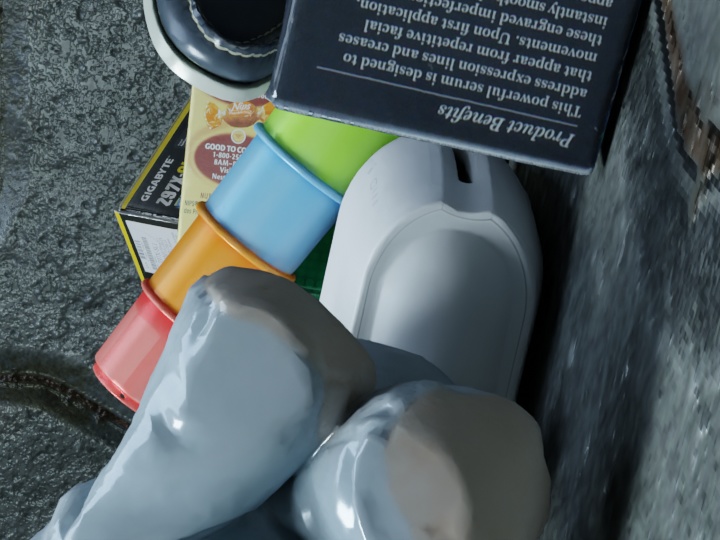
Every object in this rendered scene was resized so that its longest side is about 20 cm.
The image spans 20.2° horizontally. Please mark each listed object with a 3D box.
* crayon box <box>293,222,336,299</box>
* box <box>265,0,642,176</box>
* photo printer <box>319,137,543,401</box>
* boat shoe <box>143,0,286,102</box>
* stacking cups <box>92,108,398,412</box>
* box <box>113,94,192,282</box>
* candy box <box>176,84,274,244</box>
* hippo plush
[{"bbox_3d":[0.000,0.000,0.939,0.200,0.058,0.120,92,-174,-64],"label":"crayon box"},{"bbox_3d":[0.044,-0.155,0.645,0.149,0.106,0.201,-89,13,-67],"label":"box"},{"bbox_3d":[0.013,0.050,0.725,0.166,0.069,0.202,-102,24,-80],"label":"photo printer"},{"bbox_3d":[-0.028,-0.145,0.799,0.062,0.075,0.201,-45,14,42],"label":"boat shoe"},{"bbox_3d":[-0.030,-0.025,0.809,0.201,0.060,0.061,-54,8,8],"label":"stacking cups"},{"bbox_3d":[-0.052,-0.046,1.121,0.201,0.049,0.160,-61,-30,-33],"label":"box"},{"bbox_3d":[-0.048,-0.066,0.961,0.115,0.055,0.202,-52,-30,-82],"label":"candy box"},{"bbox_3d":[-0.020,0.100,0.573,0.200,0.160,0.161,-42,-9,10],"label":"hippo plush"}]
